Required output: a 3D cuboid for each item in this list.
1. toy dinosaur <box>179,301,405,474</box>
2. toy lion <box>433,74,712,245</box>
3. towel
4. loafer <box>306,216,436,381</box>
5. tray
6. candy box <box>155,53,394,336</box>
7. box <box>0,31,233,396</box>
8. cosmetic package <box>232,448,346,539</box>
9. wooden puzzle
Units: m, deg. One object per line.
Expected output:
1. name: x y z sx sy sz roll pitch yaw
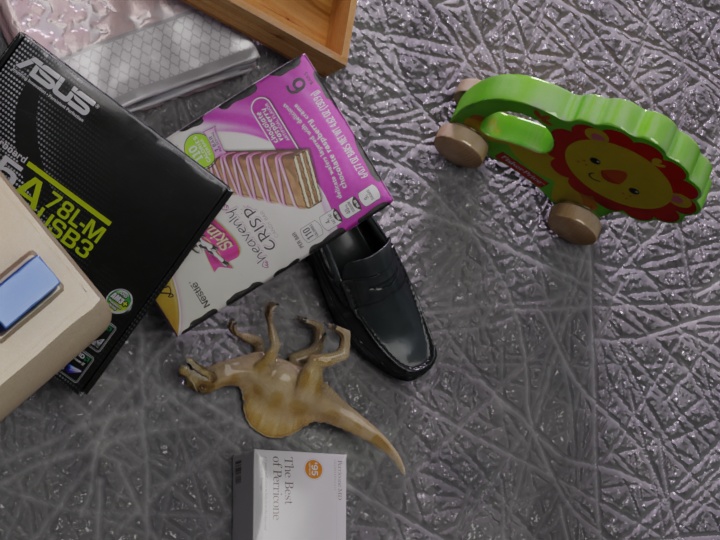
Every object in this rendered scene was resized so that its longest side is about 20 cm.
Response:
1. toy dinosaur: -0.047 0.088 1.732 0.199 0.058 0.102 21 85 -12
2. toy lion: 0.185 -0.100 1.797 0.199 0.191 0.069 33 67 -16
3. towel: -0.195 -0.220 1.730 0.199 0.032 0.192 -24 90 -29
4. loafer: 0.000 0.000 1.754 0.068 0.070 0.201 -35 95 -27
5. tray: -0.091 -0.244 1.755 0.199 0.037 0.099 26 60 -31
6. candy box: -0.093 -0.059 1.685 0.199 0.061 0.137 -33 94 -2
7. box: -0.228 -0.042 1.619 0.200 0.048 0.194 37 92 -9
8. cosmetic package: -0.055 0.242 1.687 0.082 0.051 0.202 5 77 -26
9. wooden puzzle: -0.297 0.015 1.544 0.185 0.046 0.200 -42 102 -21
